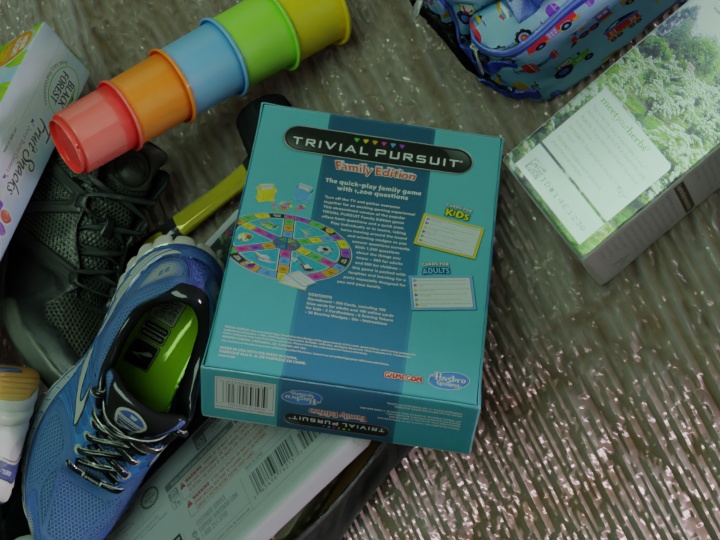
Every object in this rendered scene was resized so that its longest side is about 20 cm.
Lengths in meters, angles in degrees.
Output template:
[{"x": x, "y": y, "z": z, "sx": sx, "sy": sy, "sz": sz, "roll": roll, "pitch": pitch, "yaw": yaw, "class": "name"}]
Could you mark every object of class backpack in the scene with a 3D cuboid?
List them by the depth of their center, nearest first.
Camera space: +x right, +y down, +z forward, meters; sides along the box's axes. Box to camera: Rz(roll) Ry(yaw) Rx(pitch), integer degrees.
[{"x": 0.098, "y": -0.207, "z": 0.945, "sx": 0.182, "sy": 0.200, "sz": 0.135, "roll": -35, "pitch": 69, "yaw": 7, "class": "backpack"}]

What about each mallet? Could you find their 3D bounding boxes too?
[{"x": -0.106, "y": -0.025, "z": 1.066, "sx": 0.200, "sy": 0.041, "sz": 0.066, "roll": -43, "pitch": 64, "yaw": 10, "class": "mallet"}]

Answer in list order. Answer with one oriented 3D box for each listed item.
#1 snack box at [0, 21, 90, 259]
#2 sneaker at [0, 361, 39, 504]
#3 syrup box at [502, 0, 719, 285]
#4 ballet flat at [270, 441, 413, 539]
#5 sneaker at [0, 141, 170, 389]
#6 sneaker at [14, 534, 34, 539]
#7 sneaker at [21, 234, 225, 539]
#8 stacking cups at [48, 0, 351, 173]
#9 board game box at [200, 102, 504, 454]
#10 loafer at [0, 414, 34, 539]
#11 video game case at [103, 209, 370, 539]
[{"x": -0.261, "y": -0.053, "z": 1.042, "sx": 0.141, "sy": 0.053, "sz": 0.201, "roll": -20, "pitch": 38, "yaw": 33, "class": "snack box"}, {"x": -0.262, "y": 0.092, "z": 1.012, "sx": 0.199, "sy": 0.075, "sz": 0.089, "roll": 5, "pitch": 87, "yaw": 59, "class": "sneaker"}, {"x": 0.186, "y": -0.090, "z": 0.951, "sx": 0.199, "sy": 0.081, "sz": 0.079, "roll": -40, "pitch": 70, "yaw": 6, "class": "syrup box"}, {"x": -0.005, "y": 0.096, "z": 0.979, "sx": 0.068, "sy": 0.068, "sz": 0.201, "roll": 31, "pitch": 88, "yaw": 36, "class": "ballet flat"}, {"x": -0.169, "y": -0.017, "z": 1.032, "sx": 0.114, "sy": 0.076, "sz": 0.201, "roll": -39, "pitch": 46, "yaw": 26, "class": "sneaker"}, {"x": -0.156, "y": 0.251, "z": 1.003, "sx": 0.081, "sy": 0.074, "sz": 0.202, "roll": -18, "pitch": 81, "yaw": 6, "class": "sneaker"}, {"x": -0.139, "y": 0.079, "z": 0.939, "sx": 0.078, "sy": 0.089, "sz": 0.202, "roll": 23, "pitch": 103, "yaw": -12, "class": "sneaker"}, {"x": -0.098, "y": -0.120, "z": 1.026, "sx": 0.199, "sy": 0.061, "sz": 0.061, "roll": -35, "pitch": 67, "yaw": -20, "class": "stacking cups"}, {"x": 0.000, "y": 0.000, "z": 0.944, "sx": 0.149, "sy": 0.047, "sz": 0.202, "roll": 8, "pitch": 50, "yaw": 1, "class": "board game box"}, {"x": -0.244, "y": 0.188, "z": 1.049, "sx": 0.071, "sy": 0.073, "sz": 0.203, "roll": -6, "pitch": 66, "yaw": 27, "class": "loafer"}, {"x": -0.098, "y": 0.094, "z": 0.993, "sx": 0.200, "sy": 0.023, "sz": 0.183, "roll": -45, "pitch": 51, "yaw": 20, "class": "video game case"}]
